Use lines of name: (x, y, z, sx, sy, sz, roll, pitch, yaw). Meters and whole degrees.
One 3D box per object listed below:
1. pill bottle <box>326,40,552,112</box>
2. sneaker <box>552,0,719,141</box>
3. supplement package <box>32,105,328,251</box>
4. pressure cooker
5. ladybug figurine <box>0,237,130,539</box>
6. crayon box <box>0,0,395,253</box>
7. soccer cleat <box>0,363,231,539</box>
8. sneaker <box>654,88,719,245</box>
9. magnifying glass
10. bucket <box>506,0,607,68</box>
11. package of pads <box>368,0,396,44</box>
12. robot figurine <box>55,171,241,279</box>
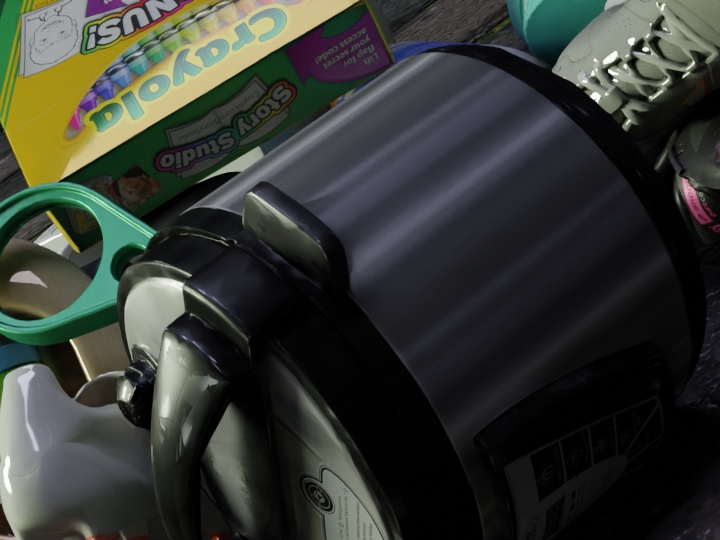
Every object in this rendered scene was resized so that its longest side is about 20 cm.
pill bottle: (0.057, -0.070, 0.977, 0.112, 0.112, 0.200, -34, 16, -9)
sneaker: (0.132, -0.091, 0.767, 0.092, 0.076, 0.200, -44, 1, -8)
supplement package: (-0.092, -0.024, 1.116, 0.199, 0.114, 0.110, -23, 17, 32)
pressure cooker: (0.006, 0.034, 0.649, 0.200, 0.176, 0.178, -36, 12, -26)
ladybug figurine: (-0.161, 0.076, 0.866, 0.135, 0.201, 0.072, -24, -20, 4)
crayon box: (-0.106, -0.126, 0.971, 0.199, 0.058, 0.173, -31, 45, -2)
soccer cleat: (-0.087, 0.082, 0.732, 0.069, 0.078, 0.200, -15, -14, 15)
sneaker: (0.180, -0.040, 0.751, 0.084, 0.077, 0.200, -40, 7, -3)
magnifying glass: (-0.097, 0.000, 0.813, 0.199, 0.022, 0.080, 3, 66, 24)
bucket: (0.170, -0.189, 0.925, 0.207, 0.207, 0.136, -16, 66, 43)
package of pads: (-0.007, -0.143, 1.226, 0.068, 0.155, 0.200, -26, 16, 2)
robot figurine: (-0.094, 0.016, 0.975, 0.199, 0.150, 0.125, -19, 36, 36)
